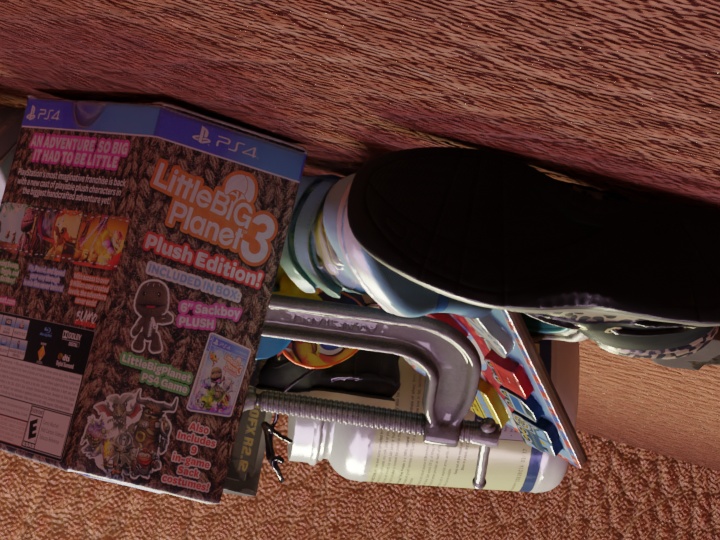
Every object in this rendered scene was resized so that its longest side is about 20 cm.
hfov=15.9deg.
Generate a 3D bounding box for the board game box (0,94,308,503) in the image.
[{"bbox_3d":[-0.132,0.013,1.422,0.097,0.200,0.159,17,176,-34],"label":"board game box"}]

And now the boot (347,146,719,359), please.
[{"bbox_3d":[0.095,-0.001,1.283,0.203,0.074,0.154,11,170,4],"label":"boot"}]

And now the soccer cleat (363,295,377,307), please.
[{"bbox_3d":[0.000,0.000,1.736,0.077,0.069,0.200,7,179,25],"label":"soccer cleat"}]

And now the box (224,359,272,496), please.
[{"bbox_3d":[-0.119,0.044,1.773,0.048,0.200,0.158,6,172,41],"label":"box"}]

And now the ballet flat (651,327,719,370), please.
[{"bbox_3d":[0.249,0.042,1.593,0.200,0.046,0.067,11,147,-37],"label":"ballet flat"}]

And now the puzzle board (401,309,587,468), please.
[{"bbox_3d":[0.057,0.041,1.603,0.151,0.017,0.200,29,159,35],"label":"puzzle board"}]

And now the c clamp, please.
[{"bbox_3d":[-0.010,0.072,1.502,0.200,0.027,0.171,12,146,-2],"label":"c clamp"}]

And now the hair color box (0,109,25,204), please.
[{"bbox_3d":[-0.267,-0.044,1.573,0.200,0.061,0.099,3,129,31],"label":"hair color box"}]

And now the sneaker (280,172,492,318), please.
[{"bbox_3d":[-0.008,-0.019,1.417,0.130,0.080,0.200,11,174,24],"label":"sneaker"}]

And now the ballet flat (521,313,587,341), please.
[{"bbox_3d":[0.107,0.017,1.595,0.062,0.068,0.200,-7,-172,-28],"label":"ballet flat"}]

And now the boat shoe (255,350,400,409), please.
[{"bbox_3d":[-0.020,0.064,1.713,0.074,0.063,0.201,8,174,-16],"label":"boat shoe"}]

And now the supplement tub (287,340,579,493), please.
[{"bbox_3d":[0.051,0.084,1.874,0.200,0.145,0.145,4,176,-4],"label":"supplement tub"}]

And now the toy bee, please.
[{"bbox_3d":[-0.036,0.014,1.580,0.109,0.131,0.200,-20,133,0],"label":"toy bee"}]
